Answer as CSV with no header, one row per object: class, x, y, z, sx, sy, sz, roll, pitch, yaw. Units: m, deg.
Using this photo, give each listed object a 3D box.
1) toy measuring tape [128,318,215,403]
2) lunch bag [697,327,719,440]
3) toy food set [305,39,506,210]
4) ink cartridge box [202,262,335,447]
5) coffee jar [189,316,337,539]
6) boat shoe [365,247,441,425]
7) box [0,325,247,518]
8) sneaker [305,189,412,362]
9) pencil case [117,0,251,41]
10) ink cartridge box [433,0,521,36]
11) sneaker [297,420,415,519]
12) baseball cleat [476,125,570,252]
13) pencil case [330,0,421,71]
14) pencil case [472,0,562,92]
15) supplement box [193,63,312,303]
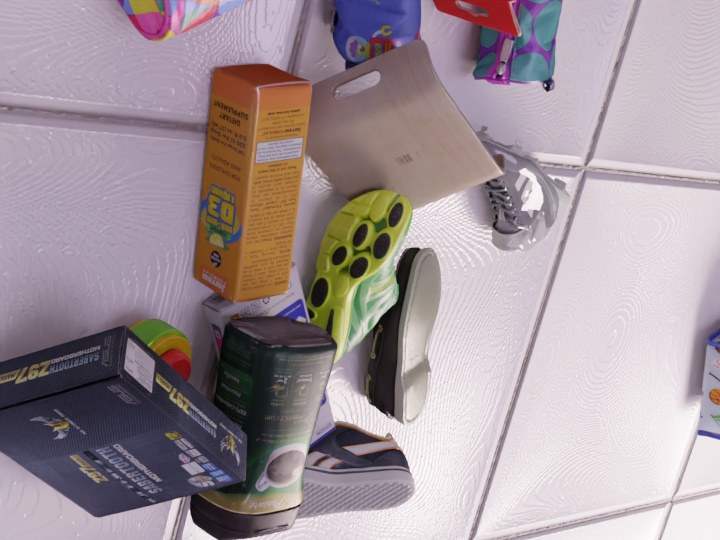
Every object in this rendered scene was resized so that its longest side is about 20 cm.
toy measuring tape,-0.164,0.085,1.207,0.200,0.073,0.074,23,94,-59
lunch bag,0.591,0.144,1.987,0.200,0.123,0.171,-34,134,-48
toy food set,0.036,-0.126,1.256,0.143,0.061,0.200,-20,144,19
ink cartridge box,-0.085,0.094,1.301,0.094,0.037,0.201,-33,124,-31
coffee jar,-0.091,0.147,1.234,0.104,0.085,0.201,0,108,-48
boat shoe,0.040,0.065,1.406,0.072,0.060,0.203,-26,129,-50
box,-0.209,0.132,1.120,0.200,0.157,0.051,52,29,-47
sneaker,0.000,0.000,1.316,0.083,0.074,0.201,-22,145,-50
pencil case,-0.105,-0.254,1.067,0.199,0.088,0.089,-30,130,-33
ink cartridge box,0.101,-0.320,1.220,0.067,0.116,0.201,-44,137,-20
sneaker,-0.046,0.206,1.390,0.199,0.080,0.079,2,136,-22
baseball cleat,0.163,-0.077,1.452,0.200,0.070,0.107,25,91,-49
pencil case,0.012,-0.276,1.180,0.078,0.086,0.201,-67,159,-57
pencil case,0.161,-0.281,1.326,0.092,0.085,0.201,-47,144,-58
supplement box,-0.096,-0.075,1.185,0.069,0.066,0.201,-14,120,-41
